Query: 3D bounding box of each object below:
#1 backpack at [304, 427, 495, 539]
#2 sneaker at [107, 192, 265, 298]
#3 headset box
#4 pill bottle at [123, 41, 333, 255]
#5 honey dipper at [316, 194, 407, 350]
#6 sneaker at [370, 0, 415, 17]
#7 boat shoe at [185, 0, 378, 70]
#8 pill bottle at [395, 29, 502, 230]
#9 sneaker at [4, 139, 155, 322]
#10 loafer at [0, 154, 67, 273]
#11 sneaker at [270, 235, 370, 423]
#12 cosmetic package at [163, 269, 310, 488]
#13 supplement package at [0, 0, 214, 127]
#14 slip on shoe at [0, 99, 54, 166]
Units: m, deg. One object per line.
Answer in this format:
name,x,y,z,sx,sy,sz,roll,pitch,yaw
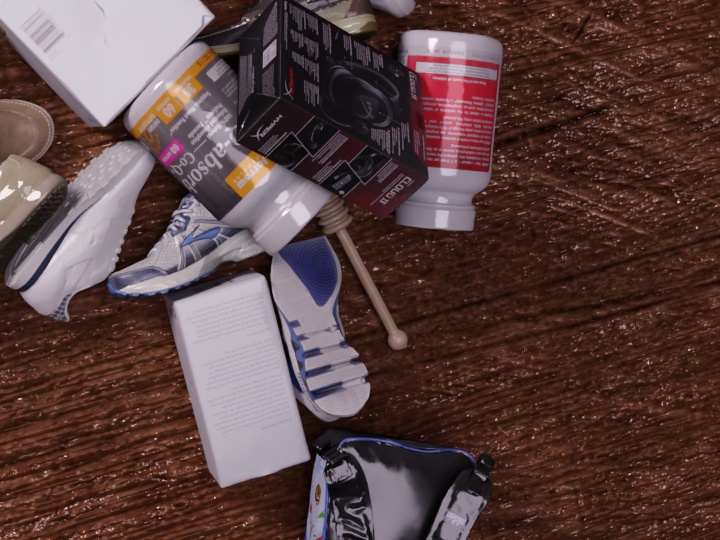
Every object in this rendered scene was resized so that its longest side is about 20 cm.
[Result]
backpack,0.023,0.271,1.546,0.198,0.154,0.193,10,85,-12
sneaker,-0.174,-0.033,1.500,0.199,0.077,0.086,-25,94,-22
headset box,-0.019,-0.155,1.422,0.199,0.150,0.077,26,133,-31
pill bottle,-0.126,-0.117,1.438,0.200,0.116,0.116,44,82,-7
honey dipper,0.000,0.000,1.570,0.038,0.038,0.201,-30,106,-12
sneaker,-0.039,-0.308,1.516,0.199,0.075,0.089,33,101,-14
boat shoe,-0.084,-0.250,1.489,0.199,0.072,0.067,-10,86,5
pill bottle,0.087,-0.146,1.541,0.111,0.112,0.202,4,94,-18
sneaker,-0.267,-0.043,1.470,0.080,0.076,0.200,41,90,-25
loafer,-0.374,-0.034,1.432,0.200,0.076,0.068,-44,81,-2
sneaker,-0.054,0.075,1.541,0.080,0.115,0.201,-9,69,-18
cosmetic package,-0.128,0.111,1.522,0.100,0.071,0.202,-15,100,-15
supplement package,-0.271,-0.263,1.417,0.156,0.111,0.200,-46,105,-8
slip on shoe,-0.395,-0.126,1.419,0.198,0.061,0.077,-4,97,-17
